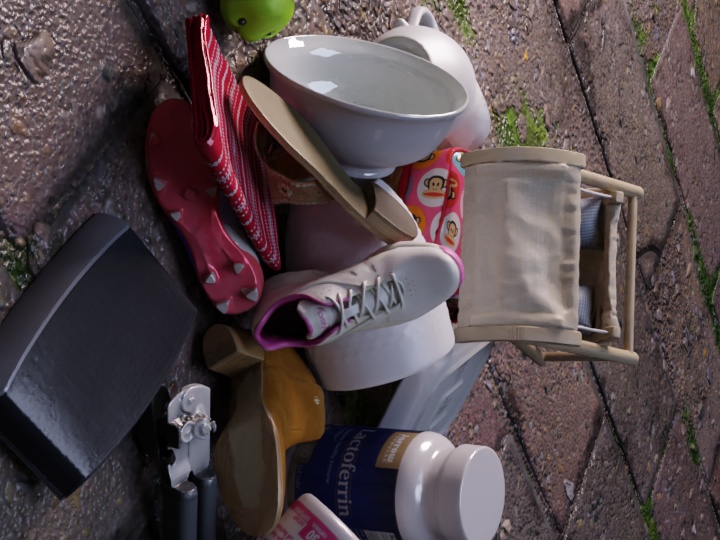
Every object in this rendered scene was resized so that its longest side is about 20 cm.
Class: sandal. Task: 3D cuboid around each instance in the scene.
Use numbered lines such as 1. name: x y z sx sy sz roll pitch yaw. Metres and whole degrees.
1. sandal: -0.047 -0.075 1.194 0.211 0.070 0.078 39 23 -19

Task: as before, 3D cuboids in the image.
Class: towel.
1. towel: -0.106 -0.108 1.158 0.200 0.022 0.145 64 15 -56

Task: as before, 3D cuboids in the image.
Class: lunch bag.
1. lunch bag: 0.105 -0.024 1.476 0.200 0.082 0.177 38 60 -53

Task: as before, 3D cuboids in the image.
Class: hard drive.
1. hard drive: -0.207 0.061 1.042 0.135 0.042 0.200 54 45 -27

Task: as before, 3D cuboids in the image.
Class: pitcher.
1. pitcher: 0.065 -0.218 1.456 0.200 0.121 0.173 6 65 -69

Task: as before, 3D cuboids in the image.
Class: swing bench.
1. swing bench: 0.199 -0.011 1.414 0.200 0.129 0.200 19 71 -54

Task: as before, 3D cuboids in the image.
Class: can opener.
1. can opener: -0.152 0.185 1.141 0.053 0.066 0.201 -24 119 -51

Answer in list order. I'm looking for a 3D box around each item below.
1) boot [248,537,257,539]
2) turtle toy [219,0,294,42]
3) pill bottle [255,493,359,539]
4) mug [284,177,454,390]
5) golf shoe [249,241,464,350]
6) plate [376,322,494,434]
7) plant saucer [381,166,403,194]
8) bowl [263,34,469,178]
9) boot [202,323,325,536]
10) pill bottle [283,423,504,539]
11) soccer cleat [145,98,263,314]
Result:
1. boot: -0.088 0.360 1.229 0.182 0.072 0.201 -50 138 -64
2. turtle toy: -0.065 -0.301 1.204 0.145 0.101 0.200 14 119 -40
3. pill bottle: -0.078 0.297 1.138 0.200 0.113 0.114 -44 132 -12
4. mug: 0.000 0.000 1.327 0.200 0.147 0.176 -88 162 -76
5. golf shoe: -0.006 0.031 1.182 0.092 0.199 0.076 -59 130 -67
6. plate: 0.079 0.137 1.436 0.199 0.032 0.201 -30 150 -53
7. plant saucer: 0.071 -0.035 1.528 0.200 0.032 0.202 2 88 -58
8. bowl: -0.002 -0.149 1.287 0.201 0.200 0.091 -31 141 -54
9. boot: -0.072 0.145 1.210 0.144 0.071 0.202 27 43 -56
10. pill bottle: 0.030 0.211 1.299 0.116 0.199 0.117 1 89 -59
11. soccer cleat: -0.136 -0.056 1.173 0.077 0.066 0.201 -108 177 -72
